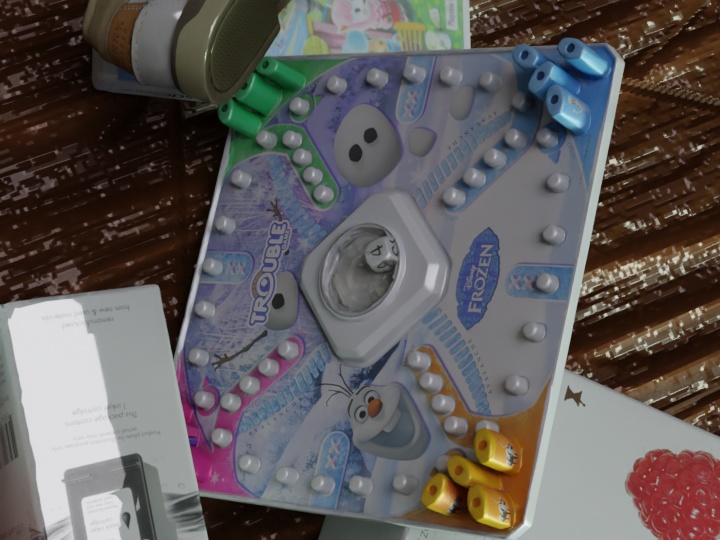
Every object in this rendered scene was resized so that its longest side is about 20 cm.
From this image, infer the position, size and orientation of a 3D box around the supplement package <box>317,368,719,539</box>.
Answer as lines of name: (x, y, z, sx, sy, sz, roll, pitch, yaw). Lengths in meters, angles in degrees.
supplement package: (0.095, 0.125, 0.891, 0.200, 0.120, 0.121, 23, 69, -14)

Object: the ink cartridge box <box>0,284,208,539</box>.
ink cartridge box: (-0.107, 0.117, 0.820, 0.067, 0.116, 0.200, -8, 80, -23)

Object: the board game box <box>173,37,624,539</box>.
board game box: (0.000, 0.000, 0.843, 0.026, 0.200, 0.200, 26, 72, -49)

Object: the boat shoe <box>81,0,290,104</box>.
boat shoe: (-0.051, -0.154, 0.908, 0.068, 0.075, 0.200, 18, 46, 18)

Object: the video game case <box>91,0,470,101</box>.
video game case: (-0.035, -0.172, 0.974, 0.182, 0.022, 0.200, 5, 75, -20)
